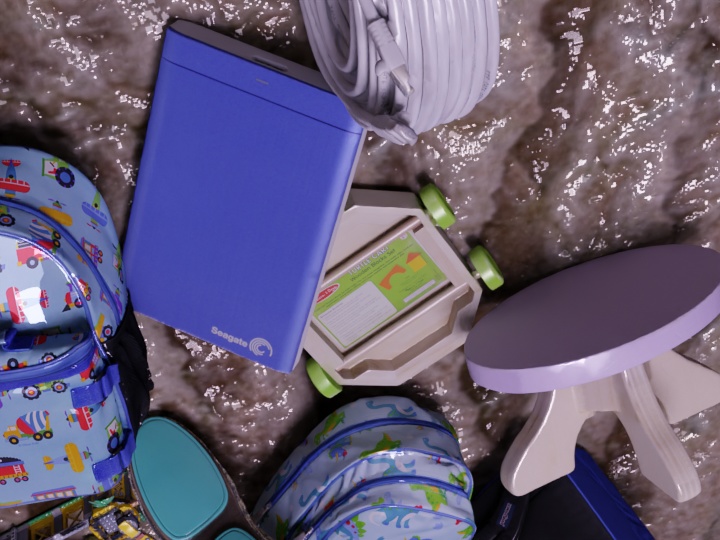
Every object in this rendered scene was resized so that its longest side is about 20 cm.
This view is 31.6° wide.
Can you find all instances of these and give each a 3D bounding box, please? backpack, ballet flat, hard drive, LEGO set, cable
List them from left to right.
[{"bbox_3d":[-0.229,0.031,0.780,0.182,0.135,0.201,-5,123,-1],"label":"backpack"},{"bbox_3d":[-0.191,0.263,0.970,0.153,0.116,0.201,-20,128,-1],"label":"LEGO set"},{"bbox_3d":[-0.103,0.195,0.921,0.068,0.200,0.075,-36,154,-19],"label":"ballet flat"},{"bbox_3d":[-0.078,-0.041,0.805,0.131,0.025,0.201,22,121,7],"label":"hard drive"},{"bbox_3d":[0.004,0.189,0.969,0.163,0.154,0.201,23,105,-22],"label":"backpack"},{"bbox_3d":[0.007,-0.169,0.665,0.069,0.200,0.201,-16,101,-9],"label":"cable"},{"bbox_3d":[0.147,0.265,1.036,0.200,0.163,0.168,-45,144,15],"label":"backpack"}]

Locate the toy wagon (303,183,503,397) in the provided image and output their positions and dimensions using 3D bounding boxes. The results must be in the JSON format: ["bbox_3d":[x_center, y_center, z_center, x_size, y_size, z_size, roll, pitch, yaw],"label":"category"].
[{"bbox_3d":[0.000,0.000,0.883,0.155,0.040,0.200,-34,125,10],"label":"toy wagon"}]

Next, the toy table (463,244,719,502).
[{"bbox_3d":[0.178,0.074,0.908,0.199,0.184,0.118,-17,114,-4],"label":"toy table"}]
